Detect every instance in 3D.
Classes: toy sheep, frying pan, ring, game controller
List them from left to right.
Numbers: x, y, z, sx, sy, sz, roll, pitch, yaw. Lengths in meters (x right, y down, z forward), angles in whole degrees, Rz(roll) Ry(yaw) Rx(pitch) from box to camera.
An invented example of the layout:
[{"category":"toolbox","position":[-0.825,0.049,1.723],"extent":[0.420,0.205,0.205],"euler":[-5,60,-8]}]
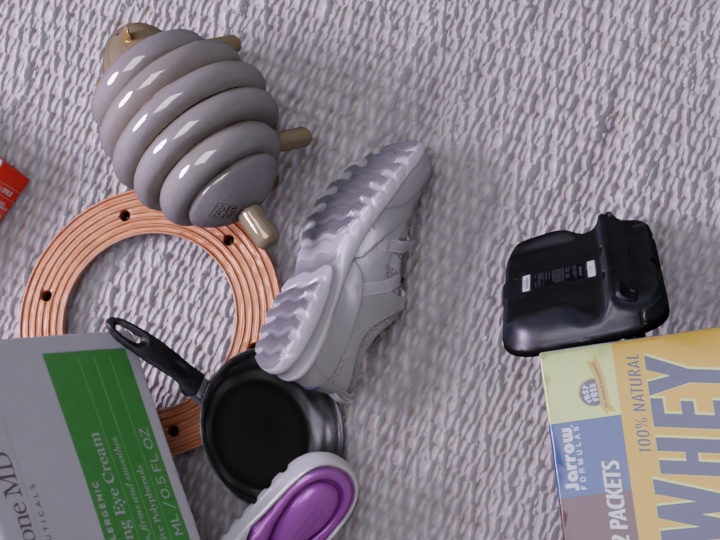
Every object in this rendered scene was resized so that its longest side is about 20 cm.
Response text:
[{"category":"ring","position":[-0.151,0.038,1.360],"extent":[0.200,0.019,0.201],"euler":[-3,78,13]},{"category":"toy sheep","position":[-0.114,-0.097,1.317],"extent":[0.138,0.138,0.200],"euler":[-41,71,1]},{"category":"frying pan","position":[-0.094,0.104,1.273],"extent":[0.190,0.031,0.115],"euler":[12,70,-30]},{"category":"game controller","position":[0.143,0.010,1.217],"extent":[0.104,0.200,0.042],"euler":[-21,104,11]}]

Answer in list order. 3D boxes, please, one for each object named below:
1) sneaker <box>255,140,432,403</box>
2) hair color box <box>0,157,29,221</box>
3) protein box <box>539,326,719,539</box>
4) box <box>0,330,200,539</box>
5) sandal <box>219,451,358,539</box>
[{"category":"sneaker","position":[0.000,0.000,1.318],"extent":[0.075,0.082,0.200],"euler":[4,61,56]},{"category":"hair color box","position":[-0.352,-0.022,1.393],"extent":[0.111,0.064,0.200],"euler":[35,86,15]},{"category":"protein box","position":[0.229,0.115,1.166],"extent":[0.200,0.199,0.135],"euler":[-9,77,11]},{"category":"box","position":[-0.238,0.167,1.236],"extent":[0.200,0.171,0.199],"euler":[-33,70,38]},{"category":"sandal","position":[-0.068,0.212,1.257],"extent":[0.203,0.082,0.050],"euler":[-61,31,8]}]
